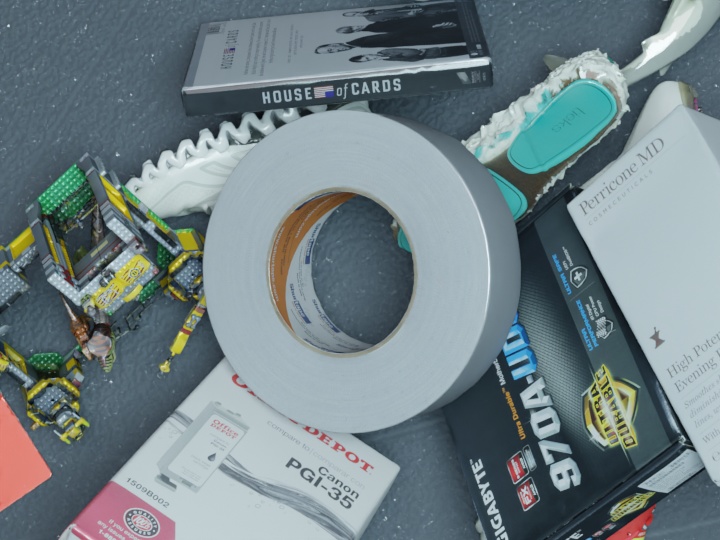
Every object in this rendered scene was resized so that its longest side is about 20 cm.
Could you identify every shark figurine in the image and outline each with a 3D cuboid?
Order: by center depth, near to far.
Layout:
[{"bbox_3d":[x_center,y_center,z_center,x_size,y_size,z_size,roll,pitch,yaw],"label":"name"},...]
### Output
[{"bbox_3d":[0.228,-0.178,1.067,0.128,0.089,0.215,17,73,38],"label":"shark figurine"}]

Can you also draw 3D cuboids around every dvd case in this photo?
[{"bbox_3d":[-0.015,-0.146,1.038,0.198,0.151,0.025,-6,115,2],"label":"dvd case"}]

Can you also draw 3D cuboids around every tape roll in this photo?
[{"bbox_3d":[0.000,0.000,0.984,0.199,0.066,0.202,1,92,24],"label":"tape roll"}]

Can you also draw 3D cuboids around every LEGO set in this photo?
[{"bbox_3d":[-0.179,0.032,0.998,0.199,0.116,0.154,-35,125,0],"label":"LEGO set"}]

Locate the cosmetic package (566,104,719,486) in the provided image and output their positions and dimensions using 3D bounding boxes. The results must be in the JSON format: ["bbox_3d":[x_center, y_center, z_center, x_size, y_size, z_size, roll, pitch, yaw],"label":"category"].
[{"bbox_3d":[0.211,0.014,0.890,0.102,0.074,0.201,-43,56,29],"label":"cosmetic package"}]

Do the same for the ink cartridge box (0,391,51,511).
[{"bbox_3d":[-0.335,0.101,1.065,0.162,0.057,0.201,-34,78,-2],"label":"ink cartridge box"}]

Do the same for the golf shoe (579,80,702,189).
[{"bbox_3d":[0.173,-0.041,1.049,0.091,0.073,0.201,19,84,6],"label":"golf shoe"}]

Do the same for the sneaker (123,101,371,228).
[{"bbox_3d":[-0.078,-0.067,1.067,0.199,0.075,0.082,-25,92,0],"label":"sneaker"}]

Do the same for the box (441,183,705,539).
[{"bbox_3d":[0.124,0.071,0.970,0.159,0.046,0.201,-42,48,31],"label":"box"}]

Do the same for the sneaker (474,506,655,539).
[{"bbox_3d":[0.175,0.147,1.031,0.199,0.077,0.085,-33,87,8],"label":"sneaker"}]

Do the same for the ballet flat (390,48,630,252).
[{"bbox_3d":[0.105,-0.079,1.048,0.200,0.072,0.072,-37,81,30],"label":"ballet flat"}]

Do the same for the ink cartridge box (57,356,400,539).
[{"bbox_3d":[-0.084,0.163,0.968,0.146,0.200,0.083,33,128,6],"label":"ink cartridge box"}]
